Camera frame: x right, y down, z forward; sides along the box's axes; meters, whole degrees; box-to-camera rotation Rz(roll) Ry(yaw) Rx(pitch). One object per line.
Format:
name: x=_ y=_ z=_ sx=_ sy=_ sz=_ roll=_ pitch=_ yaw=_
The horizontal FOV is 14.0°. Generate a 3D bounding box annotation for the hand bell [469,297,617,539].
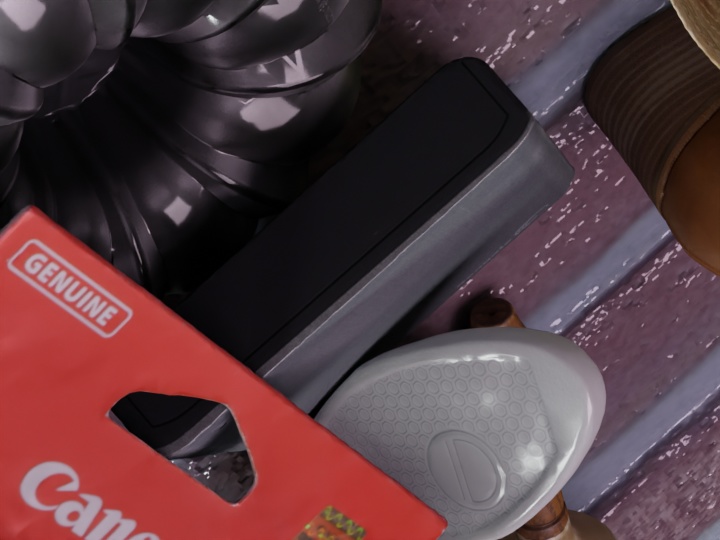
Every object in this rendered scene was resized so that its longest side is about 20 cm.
hand bell: x=0.066 y=0.086 z=1.109 sx=0.104 sy=0.104 sz=0.200 roll=-29 pitch=132 yaw=-16

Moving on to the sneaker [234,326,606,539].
sneaker: x=0.034 y=0.052 z=0.985 sx=0.099 sy=0.071 sz=0.200 roll=-35 pitch=177 yaw=-40

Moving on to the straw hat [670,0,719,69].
straw hat: x=0.089 y=-0.128 z=0.852 sx=0.085 sy=0.202 sz=0.201 roll=-11 pitch=166 yaw=37

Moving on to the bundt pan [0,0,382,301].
bundt pan: x=-0.077 y=-0.053 z=0.788 sx=0.202 sy=0.076 sz=0.202 roll=-27 pitch=144 yaw=-21

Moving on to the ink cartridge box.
ink cartridge box: x=-0.081 y=0.099 z=0.784 sx=0.174 sy=0.044 sz=0.200 roll=-43 pitch=134 yaw=7

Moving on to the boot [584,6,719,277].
boot: x=0.191 y=-0.062 z=0.971 sx=0.200 sy=0.155 sz=0.077 roll=-34 pitch=146 yaw=-10

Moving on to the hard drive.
hard drive: x=0.000 y=0.000 z=0.891 sx=0.140 sy=0.033 sz=0.200 roll=-42 pitch=174 yaw=4
